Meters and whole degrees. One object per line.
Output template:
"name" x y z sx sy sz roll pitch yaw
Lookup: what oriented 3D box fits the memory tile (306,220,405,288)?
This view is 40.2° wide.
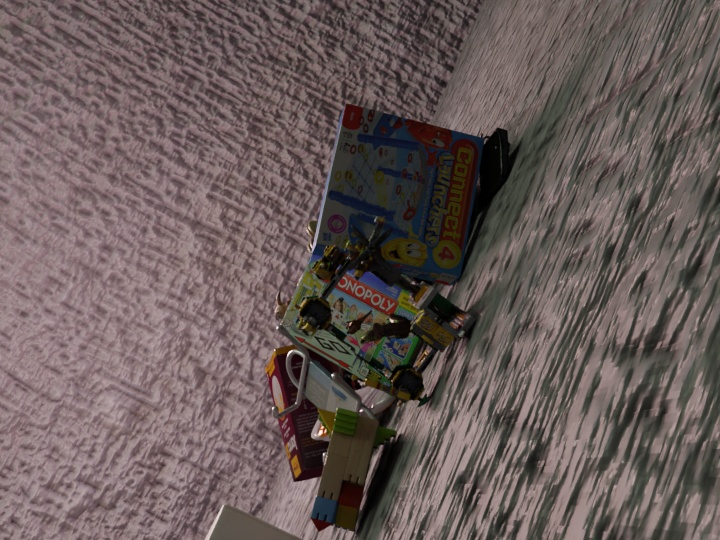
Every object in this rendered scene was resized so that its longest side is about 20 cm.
"memory tile" 0.000 0.000 1.567 0.017 0.199 0.154 -51 27 26

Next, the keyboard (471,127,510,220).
"keyboard" 0.179 -0.135 1.355 0.200 0.039 0.105 124 146 -71

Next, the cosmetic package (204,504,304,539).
"cosmetic package" -0.149 0.436 1.200 0.201 0.164 0.165 -69 5 -51

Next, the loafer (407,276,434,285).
"loafer" 0.065 -0.049 1.434 0.073 0.200 0.072 -31 33 17

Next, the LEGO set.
"LEGO set" 0.028 0.054 1.064 0.154 0.200 0.116 -45 4 0

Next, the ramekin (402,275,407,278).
"ramekin" 0.059 -0.095 1.562 0.201 0.199 0.098 -65 -5 18

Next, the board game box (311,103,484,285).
"board game box" 0.051 -0.100 1.306 0.056 0.194 0.202 125 157 -75

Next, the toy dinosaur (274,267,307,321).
"toy dinosaur" -0.040 0.024 1.632 0.200 0.135 0.086 -51 -2 -27

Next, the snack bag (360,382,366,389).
"snack bag" 0.031 0.162 1.630 0.200 0.021 0.189 118 176 -55

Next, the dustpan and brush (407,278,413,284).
"dustpan and brush" 0.063 0.034 1.690 0.140 0.057 0.200 -48 -9 17

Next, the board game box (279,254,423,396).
"board game box" -0.005 0.067 1.353 0.029 0.199 0.135 12 -77 -65

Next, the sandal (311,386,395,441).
"sandal" 0.003 0.213 1.421 0.206 0.059 0.079 -30 24 47

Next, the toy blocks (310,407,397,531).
"toy blocks" -0.019 0.253 1.198 0.200 0.099 0.138 89 -165 -74

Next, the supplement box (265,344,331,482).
"supplement box" -0.086 0.229 1.597 0.110 0.085 0.201 121 136 -64

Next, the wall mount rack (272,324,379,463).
"wall mount rack" -0.058 0.164 1.346 0.074 0.200 0.175 -23 -45 -38

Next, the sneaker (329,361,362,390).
"sneaker" -0.050 0.181 1.679 0.074 0.086 0.201 -64 -22 -46
